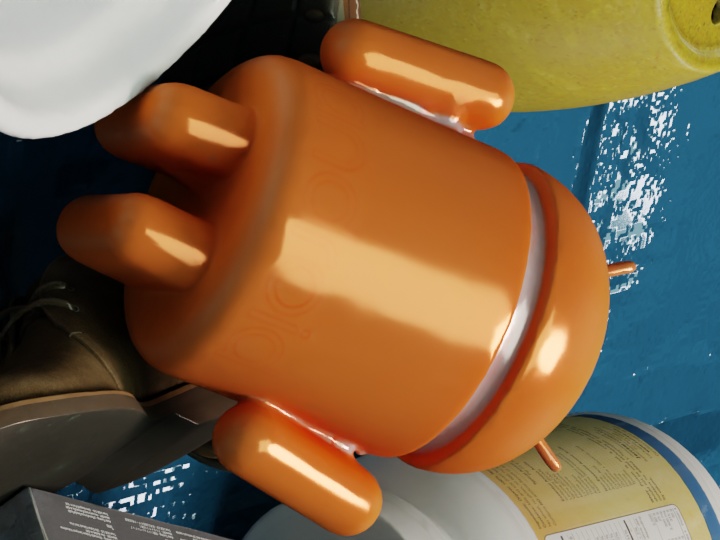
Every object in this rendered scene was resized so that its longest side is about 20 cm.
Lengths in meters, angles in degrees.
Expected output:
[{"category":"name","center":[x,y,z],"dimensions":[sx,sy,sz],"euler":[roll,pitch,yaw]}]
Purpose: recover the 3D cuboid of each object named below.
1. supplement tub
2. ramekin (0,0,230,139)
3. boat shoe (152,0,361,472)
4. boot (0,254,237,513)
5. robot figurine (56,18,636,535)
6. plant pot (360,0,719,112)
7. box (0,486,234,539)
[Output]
[{"category":"supplement tub","center":[0.053,0.140,1.199],"dimensions":[0.200,0.145,0.145],"euler":[-7,113,-49]},{"category":"ramekin","center":[-0.090,-0.149,0.870],"dimensions":[0.200,0.098,0.201],"euler":[-51,163,-22]},{"category":"boat shoe","center":[-0.032,-0.026,1.078],"dimensions":[0.074,0.076,0.200],"euler":[-22,127,-57]},{"category":"boot","center":[-0.107,0.037,0.975],"dimensions":[0.074,0.076,0.200],"euler":[-32,173,17]},{"category":"robot figurine","center":[-0.001,0.002,0.979],"dimensions":[0.200,0.144,0.117],"euler":[22,132,-24]},{"category":"plant pot","center":[0.088,-0.143,1.103],"dimensions":[0.200,0.142,0.200],"euler":[-27,127,-42]},{"category":"box","center":[-0.102,0.152,1.024],"dimensions":[0.158,0.050,0.200],"euler":[-36,149,21]}]
